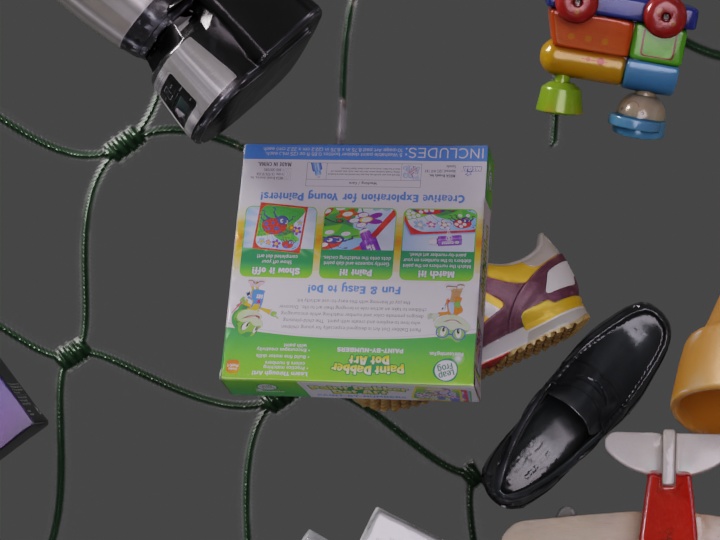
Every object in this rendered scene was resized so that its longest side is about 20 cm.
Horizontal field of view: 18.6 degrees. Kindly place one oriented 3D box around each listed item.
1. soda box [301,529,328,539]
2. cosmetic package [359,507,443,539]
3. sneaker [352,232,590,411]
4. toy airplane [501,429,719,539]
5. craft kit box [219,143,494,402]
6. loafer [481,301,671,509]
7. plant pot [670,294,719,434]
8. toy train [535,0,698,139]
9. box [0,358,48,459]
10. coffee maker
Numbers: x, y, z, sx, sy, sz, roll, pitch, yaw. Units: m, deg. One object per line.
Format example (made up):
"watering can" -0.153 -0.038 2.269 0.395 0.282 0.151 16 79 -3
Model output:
"soda box" 0.029 0.273 1.647 0.199 0.068 0.064 31 88 1
"cosmetic package" 0.013 0.297 1.715 0.101 0.071 0.201 27 87 0
"sneaker" 0.076 0.041 1.735 0.199 0.075 0.091 -22 77 -6
"toy airplane" 0.237 0.221 1.700 0.199 0.141 0.200 -38 59 -15
"craft kit box" 0.000 0.000 1.703 0.199 0.049 0.199 2 67 11
"loafer" 0.173 0.108 1.727 0.068 0.070 0.201 42 88 1
"plant pot" 0.352 0.039 1.682 0.199 0.200 0.184 15 72 0
"toy train" 0.159 -0.175 1.743 0.199 0.085 0.116 9 100 0
"box" -0.368 0.124 1.721 0.200 0.079 0.141 -38 85 -2
"coffee maker" -0.128 -0.229 1.712 0.200 0.135 0.192 43 87 1
